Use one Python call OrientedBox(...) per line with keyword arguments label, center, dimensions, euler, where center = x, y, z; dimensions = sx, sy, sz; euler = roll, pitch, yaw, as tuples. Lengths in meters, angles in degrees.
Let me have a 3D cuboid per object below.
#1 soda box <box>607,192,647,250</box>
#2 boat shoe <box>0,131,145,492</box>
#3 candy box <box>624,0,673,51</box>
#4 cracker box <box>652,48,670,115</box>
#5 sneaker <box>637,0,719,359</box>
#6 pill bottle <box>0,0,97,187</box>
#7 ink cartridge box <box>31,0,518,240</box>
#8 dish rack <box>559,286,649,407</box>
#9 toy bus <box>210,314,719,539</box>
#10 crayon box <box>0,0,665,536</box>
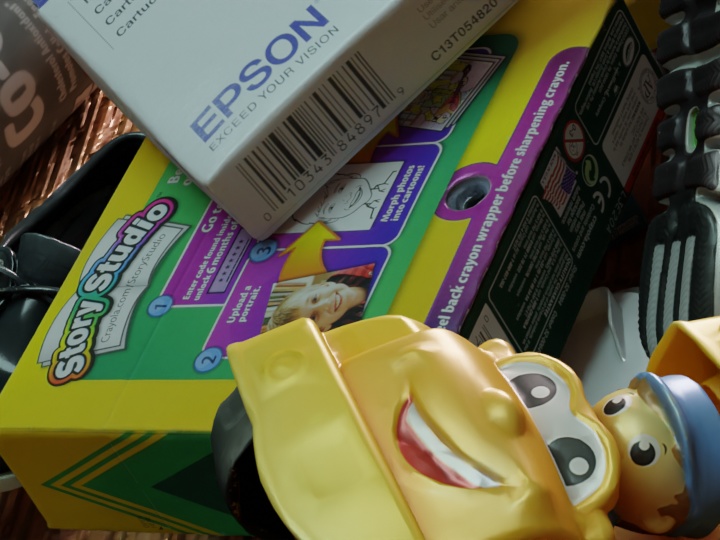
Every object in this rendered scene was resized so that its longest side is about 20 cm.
OrientedBox(label="soda box", center=(0.000, 0.000, 1.104), dimensions=(0.200, 0.064, 0.068), euler=(-33, 30, -2))
OrientedBox(label="boat shoe", center=(-0.116, 0.009, 1.152), dimensions=(0.074, 0.066, 0.199), euler=(20, 36, 17))
OrientedBox(label="candy box", center=(0.154, -0.147, 1.108), dimensions=(0.200, 0.026, 0.102), euler=(-33, 24, 0))
OrientedBox(label="cracker box", center=(0.201, -0.135, 1.130), dimensions=(0.200, 0.058, 0.134), euler=(-45, 31, -21))
OrientedBox(label="sneaker", center=(0.158, -0.055, 0.961), dimensions=(0.076, 0.115, 0.200), euler=(179, 100, -74))
OrientedBox(label="pill bottle", center=(-0.207, -0.070, 1.345), dimensions=(0.114, 0.114, 0.200), euler=(5, 46, 46))
OrientedBox(label="ink cartridge box", center=(-0.017, -0.130, 1.046), dimensions=(0.200, 0.041, 0.200), euler=(-44, 40, -2))
OrientedBox(label="dish rack", center=(0.038, 0.081, 0.969), dimensions=(0.171, 0.044, 0.200), euler=(-20, 32, 16))
OrientedBox(label="toy bus", center=(0.077, 0.080, 0.777), dimensions=(0.192, 0.200, 0.136), euler=(-25, 48, -1))
OrientedBox(label="crayon box", center=(-0.009, -0.003, 1.010), dimensions=(0.172, 0.058, 0.200), euler=(-2, 46, 34))
